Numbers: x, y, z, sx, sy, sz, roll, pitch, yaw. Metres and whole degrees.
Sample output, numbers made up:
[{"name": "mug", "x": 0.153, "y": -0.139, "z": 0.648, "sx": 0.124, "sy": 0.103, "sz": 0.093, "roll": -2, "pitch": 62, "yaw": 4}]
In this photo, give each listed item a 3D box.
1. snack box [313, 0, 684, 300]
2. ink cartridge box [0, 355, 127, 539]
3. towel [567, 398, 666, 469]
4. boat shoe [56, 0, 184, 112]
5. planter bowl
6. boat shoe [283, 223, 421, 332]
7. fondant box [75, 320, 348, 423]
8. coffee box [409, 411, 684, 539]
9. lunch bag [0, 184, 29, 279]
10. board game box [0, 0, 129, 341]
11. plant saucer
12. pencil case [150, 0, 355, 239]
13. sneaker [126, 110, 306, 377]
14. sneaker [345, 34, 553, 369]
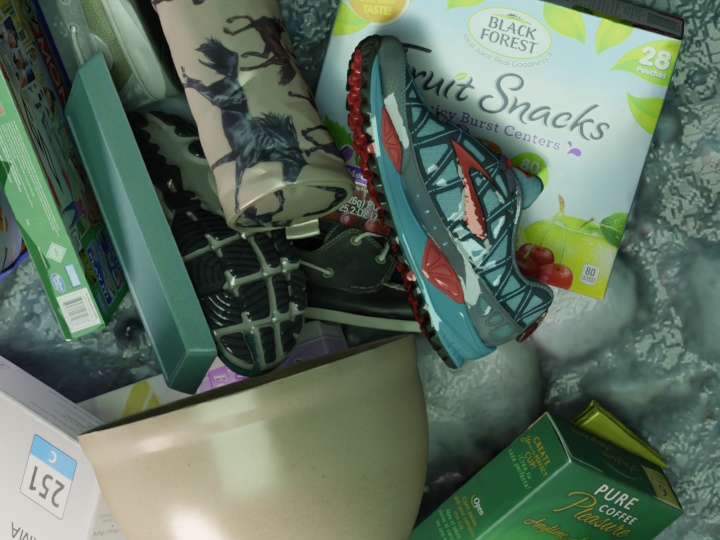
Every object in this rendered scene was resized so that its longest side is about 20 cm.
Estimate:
[{"name": "snack box", "x": 0.074, "y": -0.094, "z": 1.465, "sx": 0.200, "sy": 0.068, "sz": 0.169, "roll": 17, "pitch": 109, "yaw": 2}, {"name": "ink cartridge box", "x": -0.229, "y": 0.151, "z": 1.539, "sx": 0.200, "sy": 0.045, "sz": 0.176, "roll": 28, "pitch": 111, "yaw": 35}, {"name": "towel", "x": 0.091, "y": 0.158, "z": 1.547, "sx": 0.200, "sy": 0.018, "sz": 0.086, "roll": -37, "pitch": 136, "yaw": 15}, {"name": "boat shoe", "x": -0.172, "y": -0.186, "z": 1.471, "sx": 0.065, "sy": 0.074, "sz": 0.202, "roll": -21, "pitch": 112, "yaw": 17}, {"name": "planter bowl", "x": -0.047, "y": 0.128, "z": 1.401, "sx": 0.200, "sy": 0.200, "sz": 0.135, "roll": -16, "pitch": 91, "yaw": 12}, {"name": "boat shoe", "x": 0.000, "y": 0.000, "z": 1.498, "sx": 0.200, "sy": 0.072, "sz": 0.068, "roll": 10, "pitch": 98, "yaw": 15}, {"name": "fondant box", "x": -0.088, "y": 0.129, "z": 1.535, "sx": 0.200, "sy": 0.058, "sz": 0.144, "roll": -20, "pitch": 81, "yaw": 12}, {"name": "coffee box", "x": 0.089, "y": 0.178, "z": 1.520, "sx": 0.123, "sy": 0.044, "sz": 0.200, "roll": 25, "pitch": 120, "yaw": -41}, {"name": "lunch bag", "x": -0.275, "y": -0.073, "z": 1.467, "sx": 0.200, "sy": 0.170, "sz": 0.124, "roll": 42, "pitch": 106, "yaw": -4}, {"name": "board game box", "x": -0.189, "y": -0.071, "z": 1.473, "sx": 0.029, "sy": 0.135, "sz": 0.200, "roll": -18, "pitch": 104, "yaw": 11}, {"name": "plant saucer", "x": -0.131, "y": -0.026, "z": 1.437, "sx": 0.019, "sy": 0.070, "sz": 0.200, "roll": -16, "pitch": 72, "yaw": -22}, {"name": "pencil case", "x": -0.070, "y": -0.116, "z": 1.432, "sx": 0.078, "sy": 0.089, "sz": 0.200, "roll": -23, "pitch": 78, "yaw": 8}, {"name": "sneaker", "x": -0.094, "y": -0.009, "z": 1.472, "sx": 0.077, "sy": 0.200, "sz": 0.080, "roll": -9, "pitch": 139, "yaw": -29}, {"name": "sneaker", "x": 0.054, "y": -0.049, "z": 1.420, "sx": 0.095, "sy": 0.079, "sz": 0.200, "roll": -21, "pitch": 107, "yaw": -5}]
